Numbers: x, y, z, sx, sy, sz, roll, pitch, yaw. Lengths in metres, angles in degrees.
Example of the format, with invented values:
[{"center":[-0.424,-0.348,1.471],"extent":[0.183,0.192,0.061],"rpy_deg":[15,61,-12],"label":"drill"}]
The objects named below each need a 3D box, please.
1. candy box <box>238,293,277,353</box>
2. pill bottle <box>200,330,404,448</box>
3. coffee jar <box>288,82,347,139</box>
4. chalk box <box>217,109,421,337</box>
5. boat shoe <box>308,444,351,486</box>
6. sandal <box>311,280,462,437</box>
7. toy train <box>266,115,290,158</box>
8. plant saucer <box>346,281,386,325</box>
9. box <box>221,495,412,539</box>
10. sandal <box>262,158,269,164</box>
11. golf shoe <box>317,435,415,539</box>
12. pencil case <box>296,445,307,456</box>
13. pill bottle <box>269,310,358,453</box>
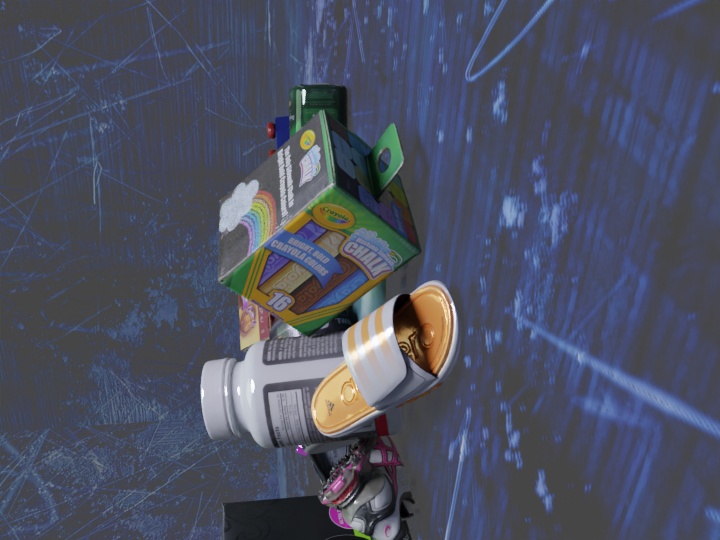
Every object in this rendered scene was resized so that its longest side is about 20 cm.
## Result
[{"center":[-0.088,0.081,1.102],"extent":[0.200,0.056,0.118],"rpy_deg":[36,-141,-49],"label":"candy box"},{"center":[-0.058,0.123,0.804],"extent":[0.111,0.198,0.112],"rpy_deg":[-7,-90,-88],"label":"pill bottle"},{"center":[-0.061,-0.166,1.137],"extent":[0.104,0.084,0.203],"rpy_deg":[-145,53,-78],"label":"coffee jar"},{"center":[-0.028,-0.056,0.757],"extent":[0.199,0.124,0.126],"rpy_deg":[-36,39,24],"label":"chalk box"},{"center":[-0.050,0.244,1.170],"extent":[0.066,0.074,0.202],"rpy_deg":[-128,32,-82],"label":"boat shoe"},{"center":[0.005,0.087,0.663],"extent":[0.207,0.059,0.080],"rpy_deg":[-45,54,35],"label":"sandal"},{"center":[-0.144,-0.214,1.646],"extent":[0.116,0.084,0.202],"rpy_deg":[85,178,-63],"label":"toy train"},{"center":[0.000,0.000,0.994],"extent":[0.200,0.027,0.203],"rpy_deg":[178,90,-79],"label":"plant saucer"},{"center":[-0.046,0.332,0.824],"extent":[0.149,0.198,0.126],"rpy_deg":[-112,22,-63],"label":"box"},{"center":[-0.203,-0.218,1.950],"extent":[0.201,0.086,0.080],"rpy_deg":[96,165,-48],"label":"sandal"},{"center":[0.015,0.224,0.810],"extent":[0.073,0.092,0.200],"rpy_deg":[-47,-4,8],"label":"golf shoe"},{"center":[-0.073,0.208,1.285],"extent":[0.093,0.084,0.202],"rpy_deg":[-61,-19,-48],"label":"pencil case"},{"center":[-0.050,0.112,0.960],"extent":[0.106,0.105,0.202],"rpy_deg":[110,142,-65],"label":"pill bottle"}]
